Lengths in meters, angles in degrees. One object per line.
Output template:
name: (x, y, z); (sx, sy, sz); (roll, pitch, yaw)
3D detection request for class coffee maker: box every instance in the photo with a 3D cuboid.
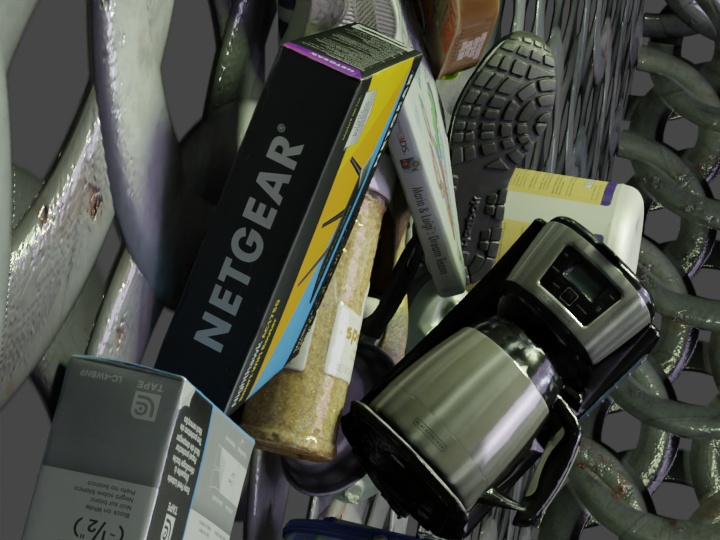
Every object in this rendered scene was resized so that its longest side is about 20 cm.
coffee maker: (0.089, 0.071, 1.161); (0.200, 0.135, 0.192); (-43, -168, -13)

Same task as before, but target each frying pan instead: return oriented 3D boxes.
frying pan: (-0.014, 0.067, 1.193); (0.114, 0.031, 0.192); (-11, 114, -40)

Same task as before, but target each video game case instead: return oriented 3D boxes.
video game case: (0.035, -0.113, 1.173); (0.201, 0.023, 0.183); (-93, 167, -46)

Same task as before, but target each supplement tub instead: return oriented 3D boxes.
supplement tub: (0.132, -0.014, 1.458); (0.145, 0.198, 0.147); (10, 90, -77)

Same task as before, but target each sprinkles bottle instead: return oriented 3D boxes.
sprinkles bottle: (-0.028, 0.019, 1.102); (0.068, 0.068, 0.202); (51, 50, -74)

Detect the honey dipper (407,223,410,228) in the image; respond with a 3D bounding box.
honey dipper: (0.007, 0.016, 1.347); (0.038, 0.038, 0.202); (33, 70, -76)

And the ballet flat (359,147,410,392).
ballet flat: (0.000, 0.000, 1.238); (0.071, 0.070, 0.202); (-19, 116, -76)

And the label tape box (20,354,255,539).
label tape box: (-0.116, 0.157, 0.820); (0.143, 0.065, 0.202); (62, 38, -70)

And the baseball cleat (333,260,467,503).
baseball cleat: (0.023, 0.088, 1.385); (0.201, 0.069, 0.106); (-59, -146, 8)

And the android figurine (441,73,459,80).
android figurine: (0.074, -0.251, 1.430); (0.183, 0.041, 0.201); (85, 21, -48)

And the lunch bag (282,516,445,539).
lunch bag: (0.011, 0.249, 1.248); (0.200, 0.159, 0.083); (81, 21, -62)

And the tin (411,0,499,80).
tin: (0.062, -0.209, 1.237); (0.200, 0.041, 0.113); (112, -34, -78)

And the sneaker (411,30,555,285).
sneaker: (0.082, -0.096, 1.326); (0.201, 0.075, 0.088); (-69, -156, 15)

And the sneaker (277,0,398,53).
sneaker: (-0.021, -0.182, 0.998); (0.200, 0.074, 0.085); (104, -31, -66)

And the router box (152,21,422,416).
router box: (-0.039, -0.031, 0.944); (0.201, 0.051, 0.149); (-67, 171, 17)
